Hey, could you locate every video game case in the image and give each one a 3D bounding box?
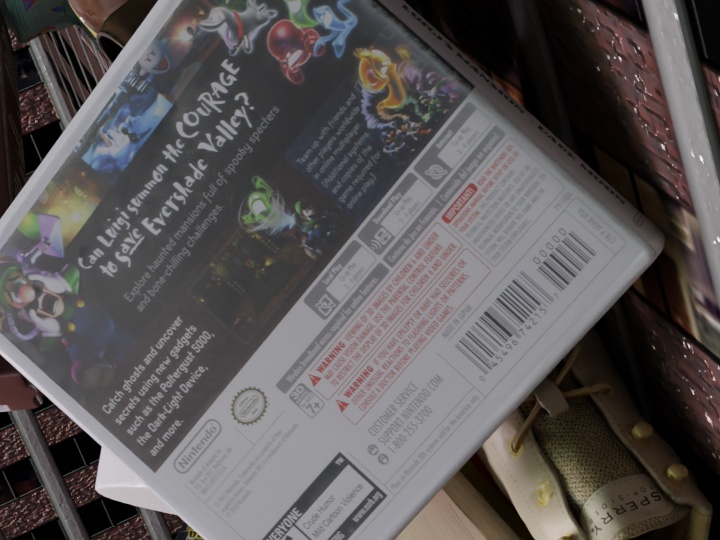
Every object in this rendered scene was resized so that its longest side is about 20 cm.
[{"bbox_3d":[-0.026,0.000,0.693,0.182,0.200,0.023,41,-155,2],"label":"video game case"}]

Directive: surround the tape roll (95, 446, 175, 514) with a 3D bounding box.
[{"bbox_3d":[-0.045,0.105,1.122,0.202,0.201,0.071,116,162,-77],"label":"tape roll"}]

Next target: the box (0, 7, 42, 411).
[{"bbox_3d":[-0.211,-0.030,1.045,0.100,0.074,0.202,106,157,-75],"label":"box"}]

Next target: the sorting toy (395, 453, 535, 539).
[{"bbox_3d":[0.019,0.174,0.816,0.200,0.199,0.070,48,-152,6],"label":"sorting toy"}]

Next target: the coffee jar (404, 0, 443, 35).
[{"bbox_3d":[-0.030,-0.128,0.720,0.085,0.104,0.201,-117,14,-54],"label":"coffee jar"}]

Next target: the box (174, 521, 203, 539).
[{"bbox_3d":[0.019,0.188,1.015,0.158,0.046,0.200,-8,131,38],"label":"box"}]

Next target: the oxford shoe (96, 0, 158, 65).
[{"bbox_3d":[-0.049,-0.025,0.822,0.201,0.084,0.073,62,167,10],"label":"oxford shoe"}]

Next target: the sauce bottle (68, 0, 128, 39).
[{"bbox_3d":[-0.096,-0.127,0.893,0.065,0.064,0.200,62,-179,22],"label":"sauce bottle"}]

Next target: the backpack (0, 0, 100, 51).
[{"bbox_3d":[-0.147,-0.221,1.052,0.200,0.152,0.177,133,118,-71],"label":"backpack"}]

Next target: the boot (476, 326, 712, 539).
[{"bbox_3d":[0.062,0.034,0.735,0.156,0.072,0.200,60,175,39],"label":"boot"}]
